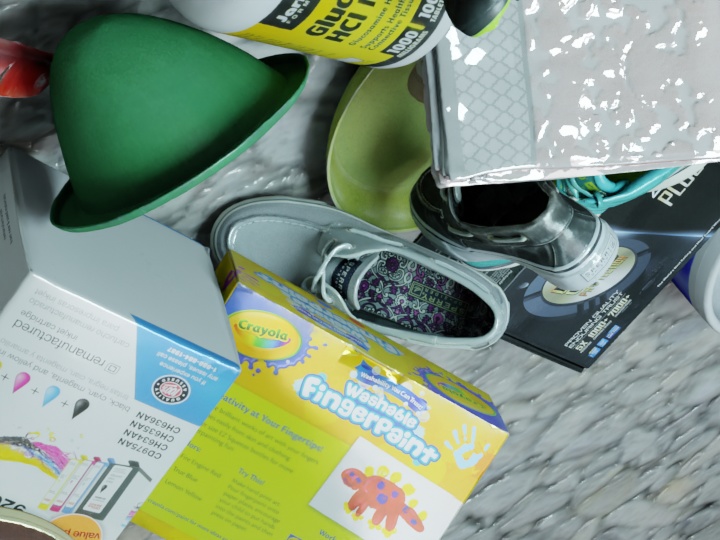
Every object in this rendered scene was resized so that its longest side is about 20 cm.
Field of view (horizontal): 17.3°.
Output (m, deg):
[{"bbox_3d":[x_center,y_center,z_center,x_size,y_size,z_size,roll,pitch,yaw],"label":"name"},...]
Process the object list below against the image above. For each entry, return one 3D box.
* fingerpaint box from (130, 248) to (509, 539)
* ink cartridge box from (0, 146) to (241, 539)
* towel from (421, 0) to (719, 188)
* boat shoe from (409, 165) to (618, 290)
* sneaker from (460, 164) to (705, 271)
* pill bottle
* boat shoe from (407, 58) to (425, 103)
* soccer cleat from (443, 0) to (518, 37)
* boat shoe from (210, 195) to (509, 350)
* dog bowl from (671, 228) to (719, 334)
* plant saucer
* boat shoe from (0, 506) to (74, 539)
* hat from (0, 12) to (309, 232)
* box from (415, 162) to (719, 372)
[{"bbox_3d":[-0.038,0.110,1.468,0.200,0.073,0.167,29,102,-16],"label":"fingerpaint box"},{"bbox_3d":[-0.192,0.067,1.386,0.147,0.145,0.200,26,112,-27],"label":"ink cartridge box"},{"bbox_3d":[0.127,-0.155,1.410,0.190,0.201,0.032,-7,-177,-7],"label":"towel"},{"bbox_3d":[0.086,-0.046,1.486,0.072,0.200,0.071,-51,121,-13],"label":"boat shoe"},{"bbox_3d":[0.142,-0.064,1.557,0.200,0.078,0.080,-29,180,15],"label":"sneaker"},{"bbox_3d":[-0.041,-0.180,1.308,0.200,0.113,0.113,7,126,-47],"label":"pill bottle"},{"bbox_3d":[0.117,-0.131,1.508,0.199,0.071,0.065,3,135,-35],"label":"boat shoe"},{"bbox_3d":[0.053,-0.213,1.301,0.081,0.201,0.067,23,139,-26],"label":"soccer cleat"},{"bbox_3d":[0.000,0.001,1.504,0.072,0.200,0.070,-48,156,-88],"label":"boat shoe"},{"bbox_3d":[0.327,-0.046,1.844,0.200,0.079,0.200,-25,144,-20],"label":"dog bowl"},{"bbox_3d":[0.056,-0.111,1.556,0.199,0.031,0.200,-25,144,-19],"label":"plant saucer"},{"bbox_3d":[-0.177,0.197,1.342,0.200,0.072,0.072,31,111,-29],"label":"boat shoe"},{"bbox_3d":[-0.146,-0.133,1.291,0.165,0.176,0.200,-18,-157,33],"label":"hat"},{"bbox_3d":[0.163,-0.040,1.689,0.200,0.086,0.164,-48,144,13],"label":"box"}]
